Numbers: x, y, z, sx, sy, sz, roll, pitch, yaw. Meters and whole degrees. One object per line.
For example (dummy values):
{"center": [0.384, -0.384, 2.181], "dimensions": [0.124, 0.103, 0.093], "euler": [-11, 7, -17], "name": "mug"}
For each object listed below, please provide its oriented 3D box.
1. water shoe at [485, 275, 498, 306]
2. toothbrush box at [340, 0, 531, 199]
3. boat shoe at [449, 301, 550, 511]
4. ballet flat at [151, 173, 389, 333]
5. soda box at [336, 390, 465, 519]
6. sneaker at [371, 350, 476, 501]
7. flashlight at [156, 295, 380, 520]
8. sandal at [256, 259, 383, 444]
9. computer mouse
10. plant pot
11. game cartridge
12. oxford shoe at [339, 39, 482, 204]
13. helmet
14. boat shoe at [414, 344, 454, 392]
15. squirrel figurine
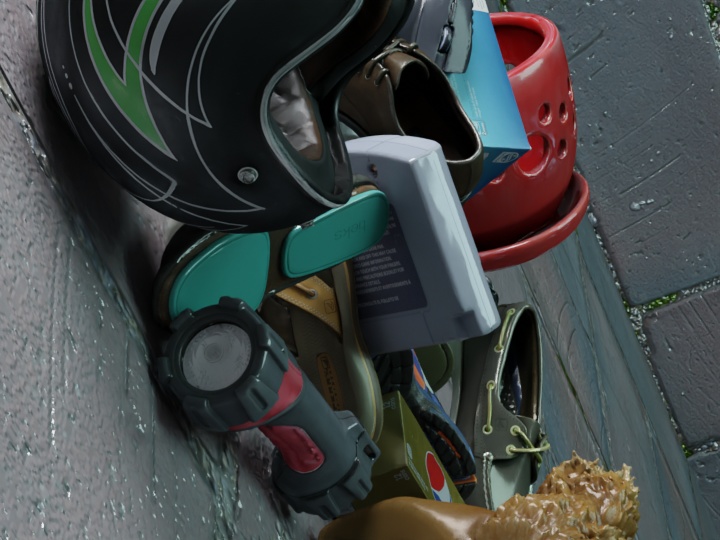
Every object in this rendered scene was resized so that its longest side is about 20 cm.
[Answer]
{"center": [0.068, 0.018, 1.610], "dimensions": [0.072, 0.079, 0.200], "euler": [54, -12, 14], "name": "water shoe"}
{"center": [0.003, -0.134, 1.421], "dimensions": [0.199, 0.085, 0.148], "euler": [1, 63, -38], "name": "toothbrush box"}
{"center": [0.104, 0.116, 1.492], "dimensions": [0.072, 0.060, 0.203], "euler": [31, 48, -42], "name": "boat shoe"}
{"center": [-0.066, -0.013, 1.161], "dimensions": [0.199, 0.068, 0.069], "euler": [-22, 127, -49], "name": "ballet flat"}
{"center": [0.037, 0.175, 1.370], "dimensions": [0.068, 0.063, 0.201], "euler": [-96, 162, -47], "name": "soda box"}
{"center": [0.011, 0.076, 1.420], "dimensions": [0.201, 0.075, 0.078], "euler": [65, -3, -17], "name": "sneaker"}
{"center": [-0.049, 0.086, 1.136], "dimensions": [0.200, 0.067, 0.069], "euler": [60, 41, -59], "name": "flashlight"}
{"center": [-0.040, 0.024, 1.276], "dimensions": [0.054, 0.080, 0.202], "euler": [-14, 87, -36], "name": "sandal"}
{"center": [0.053, -0.132, 1.376], "dimensions": [0.058, 0.034, 0.202], "euler": [19, 55, -28], "name": "computer mouse"}
{"center": [0.100, -0.110, 1.813], "dimensions": [0.201, 0.198, 0.184], "euler": [-86, 162, -62], "name": "plant pot"}
{"center": [0.003, -0.014, 1.278], "dimensions": [0.041, 0.199, 0.134], "euler": [-27, 99, -33], "name": "game cartridge"}
{"center": [0.008, -0.130, 1.291], "dimensions": [0.200, 0.073, 0.085], "euler": [44, -28, 5], "name": "oxford shoe"}
{"center": [-0.071, -0.122, 1.053], "dimensions": [0.199, 0.192, 0.200], "euler": [29, 12, -7], "name": "helmet"}
{"center": [0.000, 0.000, 1.492], "dimensions": [0.201, 0.074, 0.068], "euler": [65, -7, -18], "name": "boat shoe"}
{"center": [0.097, 0.205, 1.262], "dimensions": [0.186, 0.199, 0.142], "euler": [28, 35, -54], "name": "squirrel figurine"}
